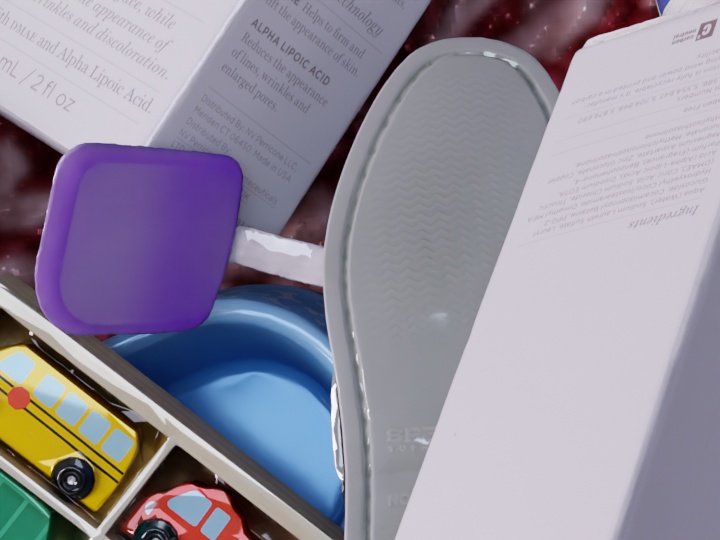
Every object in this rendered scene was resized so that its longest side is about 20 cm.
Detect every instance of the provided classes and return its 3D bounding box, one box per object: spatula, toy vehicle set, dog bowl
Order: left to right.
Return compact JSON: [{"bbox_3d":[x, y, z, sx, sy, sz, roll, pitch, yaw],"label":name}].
[{"bbox_3d":[-0.076,0.075,0.824,0.199,0.050,0.112,-23,80,5],"label":"dog bowl"},{"bbox_3d":[-0.061,0.110,0.779,0.200,0.027,0.124,37,95,-1],"label":"toy vehicle set"},{"bbox_3d":[0.000,0.000,0.789,0.199,0.021,0.057,7,107,-24],"label":"spatula"}]

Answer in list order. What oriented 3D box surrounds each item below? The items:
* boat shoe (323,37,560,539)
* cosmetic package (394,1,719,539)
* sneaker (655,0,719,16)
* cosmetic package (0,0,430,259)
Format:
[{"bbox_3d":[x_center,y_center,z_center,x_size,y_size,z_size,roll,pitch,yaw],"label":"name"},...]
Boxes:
[{"bbox_3d":[0.024,0.035,0.753,0.075,0.060,0.201,7,70,3],"label":"boat shoe"},{"bbox_3d":[0.087,0.039,0.697,0.081,0.113,0.201,-14,40,43],"label":"cosmetic package"},{"bbox_3d":[0.116,-0.087,0.783,0.080,0.115,0.200,-23,84,6],"label":"sneaker"},{"bbox_3d":[-0.026,-0.113,0.813,0.101,0.074,0.201,30,88,40],"label":"cosmetic package"}]
